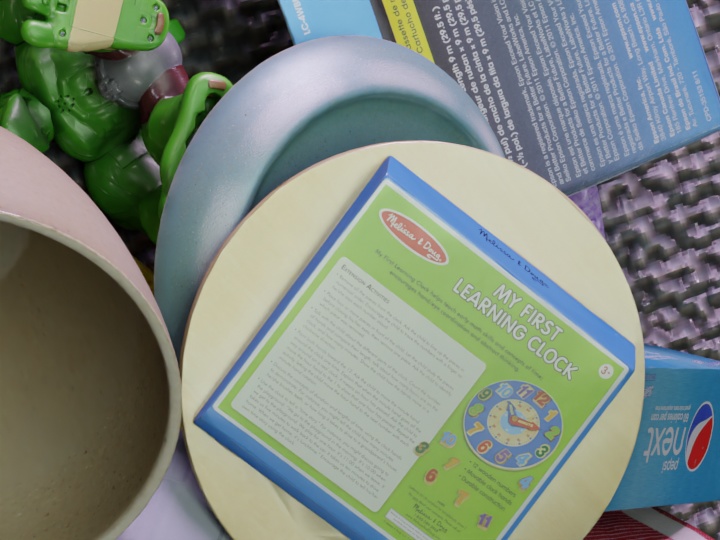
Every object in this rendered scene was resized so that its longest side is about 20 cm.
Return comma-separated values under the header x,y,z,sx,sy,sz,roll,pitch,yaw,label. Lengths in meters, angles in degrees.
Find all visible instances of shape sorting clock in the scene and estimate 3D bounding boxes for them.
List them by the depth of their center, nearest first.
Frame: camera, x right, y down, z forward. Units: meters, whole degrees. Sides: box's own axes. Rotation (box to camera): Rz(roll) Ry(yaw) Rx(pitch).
x,y,z,sx,sy,sz,roll,pitch,yaw,label
0.022,0.046,1.242,0.200,0.039,0.200,-2,99,-12,shape sorting clock

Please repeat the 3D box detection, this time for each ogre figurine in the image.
x,y,z,sx,sy,sz,roll,pitch,yaw,label
-0.108,-0.080,1.302,0.200,0.120,0.098,41,73,-19,ogre figurine

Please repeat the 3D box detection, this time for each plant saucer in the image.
x,y,z,sx,sy,sz,roll,pitch,yaw,label
0.000,0.000,1.285,0.200,0.027,0.200,-7,101,-38,plant saucer

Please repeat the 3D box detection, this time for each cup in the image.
x,y,z,sx,sy,sz,roll,pitch,yaw,label
-0.176,0.014,1.179,0.200,0.143,0.200,-5,128,-6,cup

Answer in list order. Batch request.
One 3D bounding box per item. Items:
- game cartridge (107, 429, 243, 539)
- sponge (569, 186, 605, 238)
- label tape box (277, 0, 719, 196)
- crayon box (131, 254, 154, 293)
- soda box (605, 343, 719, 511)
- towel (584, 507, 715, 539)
x,y,z,sx,sy,sz,roll,pitch,yaw,label
-0.032,0.168,1.232,0.042,0.133,0.200,-38,107,22,game cartridge
0.050,-0.099,1.432,0.111,0.030,0.200,-11,93,-26,sponge
0.055,-0.098,1.382,0.200,0.066,0.143,-23,100,-22,label tape box
-0.138,0.048,1.321,0.200,0.051,0.127,40,72,-19,crayon box
0.115,0.070,1.375,0.200,0.064,0.068,5,98,-63,soda box
0.068,0.120,1.370,0.200,0.144,0.023,2,103,-26,towel
